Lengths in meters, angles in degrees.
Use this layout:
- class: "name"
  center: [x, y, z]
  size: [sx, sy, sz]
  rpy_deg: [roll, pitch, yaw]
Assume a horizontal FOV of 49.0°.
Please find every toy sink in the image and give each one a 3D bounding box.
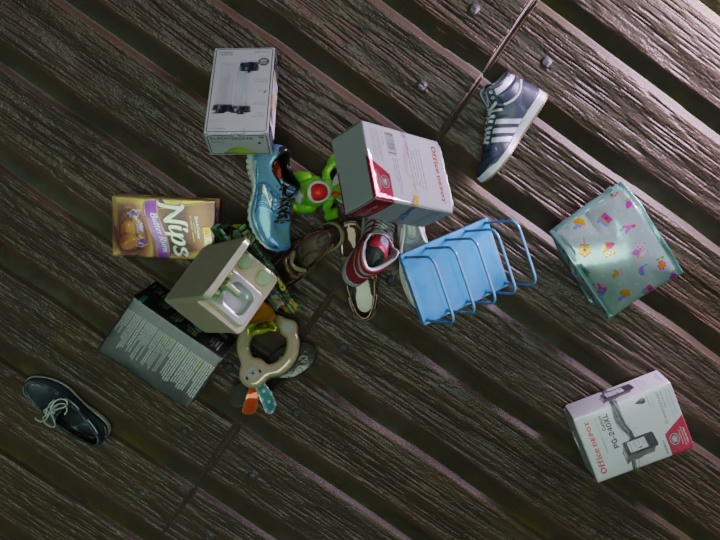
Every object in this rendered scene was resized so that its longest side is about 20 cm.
- class: "toy sink"
  center: [-0.237, 0.032, 1.398]
  size: [0.112, 0.200, 0.131]
  rpy_deg: [42, 65, -23]

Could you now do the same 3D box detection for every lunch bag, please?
- class: "lunch bag"
  center: [0.463, -0.042, 1.461]
  size: [0.170, 0.122, 0.200]
  rpy_deg: [-34, 103, 8]

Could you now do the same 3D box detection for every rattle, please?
- class: "rattle"
  center: [-0.191, 0.170, 1.487]
  size: [0.130, 0.143, 0.201]
  rpy_deg: [22, 77, -4]

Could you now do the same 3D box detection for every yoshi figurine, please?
- class: "yoshi figurine"
  center: [-0.056, -0.157, 1.486]
  size: [0.199, 0.112, 0.112]
  rpy_deg: [-4, 59, 17]

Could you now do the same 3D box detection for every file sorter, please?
- class: "file sorter"
  center: [0.198, 0.000, 1.438]
  size: [0.199, 0.123, 0.139]
  rpy_deg: [-23, 99, -21]

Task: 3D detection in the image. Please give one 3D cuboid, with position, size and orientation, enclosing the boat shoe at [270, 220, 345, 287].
- class: "boat shoe"
  center: [-0.118, -0.021, 1.490]
  size: [0.200, 0.072, 0.072]
  rpy_deg: [-33, 91, 24]

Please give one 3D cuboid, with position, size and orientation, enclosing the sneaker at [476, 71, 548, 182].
- class: "sneaker"
  center: [0.246, -0.269, 1.453]
  size: [0.108, 0.070, 0.200]
  rpy_deg: [33, 92, -9]

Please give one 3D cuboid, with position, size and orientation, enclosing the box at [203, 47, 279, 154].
- class: "box"
  center: [-0.210, -0.304, 1.412]
  size: [0.116, 0.060, 0.201]
  rpy_deg: [-1, 61, 1]

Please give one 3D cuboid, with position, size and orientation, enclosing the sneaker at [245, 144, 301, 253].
- class: "sneaker"
  center: [-0.151, -0.131, 1.413]
  size: [0.090, 0.078, 0.201]
  rpy_deg: [-3, 97, 39]

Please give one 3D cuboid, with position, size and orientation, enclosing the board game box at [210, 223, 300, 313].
- class: "board game box"
  center: [-0.196, -0.004, 1.474]
  size: [0.023, 0.105, 0.200]
  rpy_deg: [-45, 118, -26]

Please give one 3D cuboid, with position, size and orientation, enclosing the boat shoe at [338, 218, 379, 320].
- class: "boat shoe"
  center: [0.000, 0.000, 1.507]
  size: [0.075, 0.072, 0.201]
  rpy_deg: [-12, 99, 4]

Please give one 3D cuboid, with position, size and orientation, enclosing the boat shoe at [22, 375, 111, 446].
- class: "boat shoe"
  center: [-0.596, 0.285, 1.581]
  size: [0.200, 0.062, 0.075]
  rpy_deg: [40, 101, -4]

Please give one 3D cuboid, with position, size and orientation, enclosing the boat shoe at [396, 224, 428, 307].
- class: "boat shoe"
  center: [0.104, -0.015, 1.502]
  size: [0.071, 0.069, 0.201]
  rpy_deg: [-12, 99, 4]

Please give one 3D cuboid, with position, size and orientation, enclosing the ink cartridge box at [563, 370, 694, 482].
- class: "ink cartridge box"
  center: [0.518, 0.304, 1.536]
  size: [0.199, 0.083, 0.146]
  rpy_deg: [-23, 98, 5]

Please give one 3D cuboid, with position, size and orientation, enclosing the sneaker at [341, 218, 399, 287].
- class: "sneaker"
  center: [0.037, -0.068, 1.440]
  size: [0.071, 0.112, 0.201]
  rpy_deg: [28, 69, -14]

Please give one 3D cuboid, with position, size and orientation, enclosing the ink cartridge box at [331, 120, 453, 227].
- class: "ink cartridge box"
  center: [0.059, -0.164, 1.393]
  size: [0.083, 0.200, 0.146]
  rpy_deg: [-26, 67, 42]

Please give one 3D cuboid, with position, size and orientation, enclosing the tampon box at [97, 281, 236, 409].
- class: "tampon box"
  center: [-0.362, 0.140, 1.504]
  size: [0.200, 0.150, 0.126]
  rpy_deg: [36, 98, -4]

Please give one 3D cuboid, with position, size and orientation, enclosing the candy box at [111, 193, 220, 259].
- class: "candy box"
  center: [-0.371, -0.084, 1.514]
  size: [0.199, 0.056, 0.117]
  rpy_deg: [2, 100, 0]

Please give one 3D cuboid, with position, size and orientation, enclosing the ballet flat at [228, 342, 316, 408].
- class: "ballet flat"
  center: [-0.173, 0.209, 1.568]
  size: [0.200, 0.046, 0.067]
  rpy_deg: [-36, 75, 2]
